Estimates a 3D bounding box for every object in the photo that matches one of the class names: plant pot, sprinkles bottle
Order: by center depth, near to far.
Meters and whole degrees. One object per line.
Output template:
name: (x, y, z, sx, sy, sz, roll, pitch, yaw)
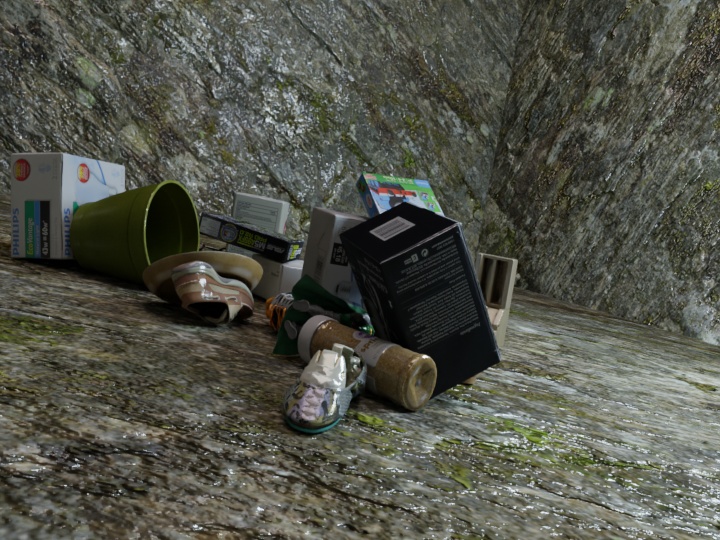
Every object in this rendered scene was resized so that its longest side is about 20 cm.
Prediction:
sprinkles bottle: (0.004, 0.114, 0.902, 0.197, 0.070, 0.067, 17, 7, 43)
plant pot: (-0.257, 0.020, 1.159, 0.194, 0.028, 0.201, -8, -21, -3)
plant pot: (-0.438, -0.065, 1.349, 0.187, 0.207, 0.200, 0, 1, 16)

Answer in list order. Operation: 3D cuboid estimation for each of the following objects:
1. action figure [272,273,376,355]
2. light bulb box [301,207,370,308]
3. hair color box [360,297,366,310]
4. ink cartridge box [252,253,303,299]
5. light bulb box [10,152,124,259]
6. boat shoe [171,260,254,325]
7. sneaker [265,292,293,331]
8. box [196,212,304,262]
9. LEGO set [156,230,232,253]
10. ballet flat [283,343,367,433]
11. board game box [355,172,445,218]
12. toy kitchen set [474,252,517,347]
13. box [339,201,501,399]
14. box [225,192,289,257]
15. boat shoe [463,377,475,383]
action figure: (-0.032, 0.087, 1.041, 0.054, 0.120, 0.198, 32, 8, 40)
light bulb box: (0.000, 0.000, 1.337, 0.195, 0.204, 0.124, 7, 9, -25)
hair color box: (0.104, 0.051, 1.232, 0.197, 0.062, 0.099, -13, -2, -44)
ink cartridge box: (-0.126, 0.026, 1.523, 0.196, 0.087, 0.144, 8, 5, -37)
light bulb box: (-0.580, -0.123, 1.412, 0.121, 0.205, 0.200, 1, 2, 15)
boat shoe: (-0.227, 0.052, 1.101, 0.074, 0.074, 0.200, -22, -24, 16)
sneaker: (-0.111, 0.075, 1.123, 0.075, 0.081, 0.200, -3, 4, -10)
box: (-0.228, -0.070, 1.492, 0.195, 0.045, 0.160, 19, 4, 4)
LEGO set: (-0.351, -0.036, 1.499, 0.194, 0.119, 0.154, 12, 5, 9)
ballet flat: (-0.035, 0.117, 0.770, 0.070, 0.074, 0.200, 12, 5, 11)
board game box: (0.088, -0.088, 1.266, 0.148, 0.037, 0.203, 3, 49, -30)
toy kitchen set: (0.192, 0.055, 1.374, 0.159, 0.186, 0.199, 12, 5, 25)
box: (0.077, 0.032, 0.971, 0.122, 0.201, 0.200, -26, 19, -10)
box: (-0.254, -0.079, 1.725, 0.124, 0.206, 0.109, 11, 5, 2)
boat shoe: (0.107, 0.117, 1.117, 0.197, 0.073, 0.069, 13, 9, 40)
